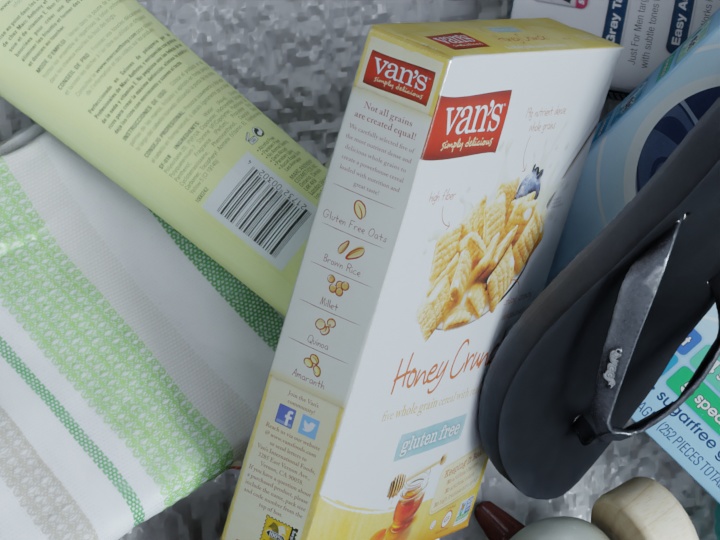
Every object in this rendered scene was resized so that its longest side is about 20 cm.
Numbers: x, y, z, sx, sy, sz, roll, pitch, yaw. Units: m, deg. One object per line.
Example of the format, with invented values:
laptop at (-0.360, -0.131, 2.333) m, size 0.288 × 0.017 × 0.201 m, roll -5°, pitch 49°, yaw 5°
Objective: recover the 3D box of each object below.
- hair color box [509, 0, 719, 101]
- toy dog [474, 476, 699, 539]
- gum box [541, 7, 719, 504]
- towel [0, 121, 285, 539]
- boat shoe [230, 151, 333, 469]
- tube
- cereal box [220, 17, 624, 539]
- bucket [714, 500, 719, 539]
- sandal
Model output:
hair color box at (0.163, -0.107, 1.053) m, size 0.200 × 0.061 × 0.100 m, roll 11°, pitch 91°, yaw 7°
toy dog at (0.084, 0.170, 1.100) m, size 0.132 × 0.096 × 0.200 m, roll -5°, pitch 113°, yaw -28°
gum box at (0.171, -0.015, 1.014) m, size 0.170 × 0.045 × 0.200 m, roll 44°, pitch 113°, yaw -5°
towel at (-0.118, 0.028, 0.931) m, size 0.149 × 0.031 × 0.200 m, roll 47°, pitch 47°, yaw 11°
boat shoe at (0.000, 0.000, 1.041) m, size 0.200 × 0.063 × 0.071 m, roll -45°, pitch 110°, yaw -16°
tube at (-0.084, -0.064, 0.968) m, size 0.200 × 0.058 × 0.052 m, roll 39°, pitch 111°, yaw 3°
cereal box at (0.023, 0.009, 0.958) m, size 0.144 × 0.039 × 0.200 m, roll -13°, pitch 124°, yaw -60°
bucket at (0.253, 0.095, 1.100) m, size 0.135 × 0.207 × 0.207 m, roll 35°, pitch 81°, yaw -24°
sandal at (0.110, 0.010, 0.969) m, size 0.076 × 0.043 × 0.200 m, roll 10°, pitch 124°, yaw -43°
